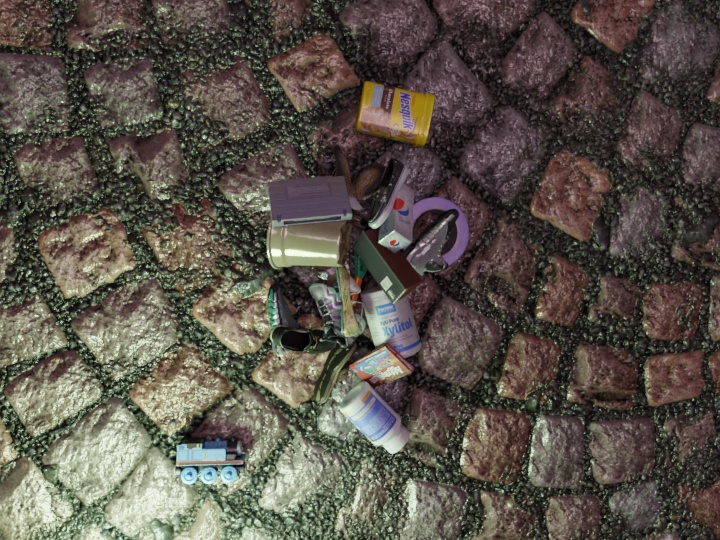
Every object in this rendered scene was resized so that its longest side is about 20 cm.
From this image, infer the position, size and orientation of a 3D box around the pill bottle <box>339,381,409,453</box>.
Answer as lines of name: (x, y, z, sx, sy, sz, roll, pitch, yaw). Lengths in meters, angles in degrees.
pill bottle: (0.044, 0.424, 1.463, 0.112, 0.112, 0.200, -43, 96, -3)

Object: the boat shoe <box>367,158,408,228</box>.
boat shoe: (0.062, -0.208, 1.373, 0.057, 0.069, 0.201, 33, 75, -28)

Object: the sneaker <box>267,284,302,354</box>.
sneaker: (-0.212, 0.133, 1.449, 0.087, 0.074, 0.201, -7, 101, -23)

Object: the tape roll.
tape roll: (0.205, -0.107, 1.473, 0.199, 0.085, 0.201, 0, 93, -7)

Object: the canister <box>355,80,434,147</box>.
canister: (0.095, -0.441, 1.444, 0.199, 0.087, 0.149, 11, 91, -6)

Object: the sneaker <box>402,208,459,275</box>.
sneaker: (0.217, -0.067, 1.405, 0.200, 0.075, 0.115, -44, 102, 7)

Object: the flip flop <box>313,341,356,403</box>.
flip flop: (-0.067, 0.290, 1.467, 0.057, 0.081, 0.201, 27, 87, -32)

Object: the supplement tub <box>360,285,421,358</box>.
supplement tub: (0.086, 0.143, 1.446, 0.131, 0.132, 0.201, -18, 95, -6)

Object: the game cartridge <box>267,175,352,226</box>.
game cartridge: (-0.128, -0.176, 1.287, 0.199, 0.038, 0.130, -6, 57, -10)

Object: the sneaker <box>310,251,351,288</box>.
sneaker: (-0.088, -0.043, 1.446, 0.115, 0.076, 0.201, -5, 94, -4)

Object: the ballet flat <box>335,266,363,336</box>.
ballet flat: (-0.026, 0.078, 1.392, 0.070, 0.071, 0.201, -5, 81, -7)

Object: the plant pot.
plant pot: (-0.124, -0.088, 1.350, 0.182, 0.200, 0.202, 10, 91, 11)

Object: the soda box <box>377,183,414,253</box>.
soda box: (0.098, -0.149, 1.386, 0.063, 0.068, 0.201, 31, 46, -26)

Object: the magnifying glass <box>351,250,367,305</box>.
magnifying glass: (0.000, 0.000, 1.449, 0.022, 0.079, 0.201, 9, 79, 36)

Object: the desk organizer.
desk organizer: (0.072, -0.018, 1.375, 0.077, 0.072, 0.200, -19, 67, -41)

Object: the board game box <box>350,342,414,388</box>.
board game box: (0.054, 0.269, 1.427, 0.103, 0.200, 0.019, 43, 51, -7)

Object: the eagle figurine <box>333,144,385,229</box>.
eagle figurine: (-0.025, -0.238, 1.414, 0.150, 0.152, 0.201, 19, 87, 26)

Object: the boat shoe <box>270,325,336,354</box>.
boat shoe: (-0.149, 0.198, 1.423, 0.201, 0.063, 0.074, 15, 90, -34)

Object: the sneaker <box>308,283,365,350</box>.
sneaker: (-0.087, 0.137, 1.420, 0.200, 0.078, 0.140, 41, 49, -6)

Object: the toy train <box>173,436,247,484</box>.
toy train: (-0.416, 0.525, 1.426, 0.199, 0.087, 0.115, 1, 87, -7)
